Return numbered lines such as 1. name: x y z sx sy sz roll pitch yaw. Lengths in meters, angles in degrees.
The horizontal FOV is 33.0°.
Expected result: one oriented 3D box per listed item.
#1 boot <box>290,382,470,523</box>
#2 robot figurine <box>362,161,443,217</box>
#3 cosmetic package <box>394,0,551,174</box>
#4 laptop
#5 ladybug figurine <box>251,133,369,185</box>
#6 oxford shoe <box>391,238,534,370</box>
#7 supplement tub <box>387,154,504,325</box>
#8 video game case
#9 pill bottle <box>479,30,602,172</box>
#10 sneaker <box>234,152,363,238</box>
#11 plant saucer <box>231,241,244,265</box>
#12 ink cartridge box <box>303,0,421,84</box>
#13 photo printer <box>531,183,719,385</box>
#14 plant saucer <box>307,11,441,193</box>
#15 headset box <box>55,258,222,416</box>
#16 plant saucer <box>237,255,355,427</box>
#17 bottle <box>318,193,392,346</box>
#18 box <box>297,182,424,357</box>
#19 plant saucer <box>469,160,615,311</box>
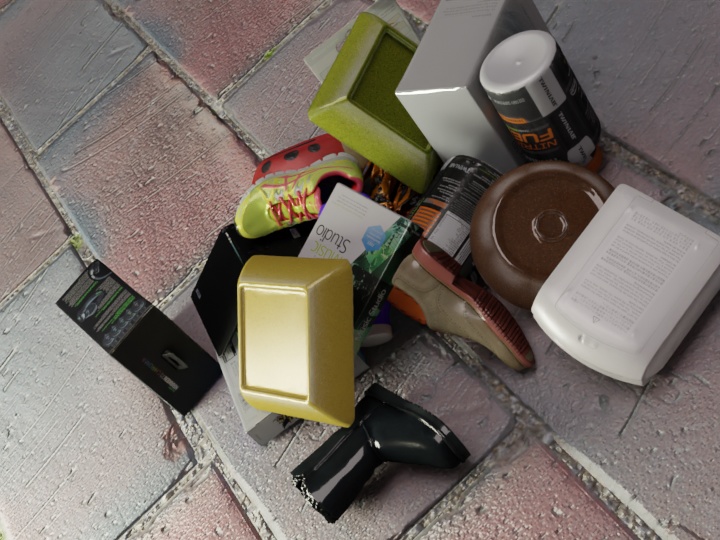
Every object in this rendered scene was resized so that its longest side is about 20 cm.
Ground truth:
1. boot: 0.018 0.232 1.427 0.168 0.077 0.200 -48 34 -13
2. robot figurine: 0.044 -0.113 1.724 0.144 0.058 0.201 4 57 41
3. cosmetic package: 0.173 -0.249 1.635 0.122 0.200 0.201 4 58 40
4. laptop: -0.138 0.009 1.734 0.198 0.104 0.177 -19 35 -13
5. ladybug figurine: -0.078 -0.151 1.800 0.199 0.072 0.136 -23 15 -8
6. oxford shoe: 0.123 0.054 1.459 0.200 0.070 0.075 46 110 8
7. supplement tub: 0.111 -0.037 1.558 0.122 0.123 0.201 21 70 46
8. video game case: -0.099 0.112 1.649 0.181 0.045 0.200 -37 41 6
9. pill bottle: 0.238 -0.198 1.539 0.106 0.200 0.107 -22 42 21
10. sneaker: -0.083 -0.100 1.688 0.199 0.079 0.090 -28 27 -5
11. plant saucer: -0.130 -0.038 1.812 0.199 0.036 0.201 -21 45 22
12. ink cartridge box: 0.021 -0.299 1.796 0.162 0.200 0.050 -37 39 5
13. photo printer: 0.303 0.021 1.370 0.166 0.070 0.200 32 77 26
14. plant saucer: 0.053 -0.240 1.670 0.048 0.199 0.201 -34 27 60
15. headset box: -0.311 0.097 1.728 0.093 0.174 0.200 -49 40 -9
16. plant saucer: -0.091 0.085 1.495 0.199 0.048 0.202 3 95 48
17. bottle: 0.000 0.000 1.615 0.083 0.065 0.202 -17 68 10
18. box: -0.022 0.005 1.525 0.144 0.036 0.201 30 93 42
19. plant saucer: 0.230 -0.048 1.468 0.198 0.037 0.202 -3 70 7
